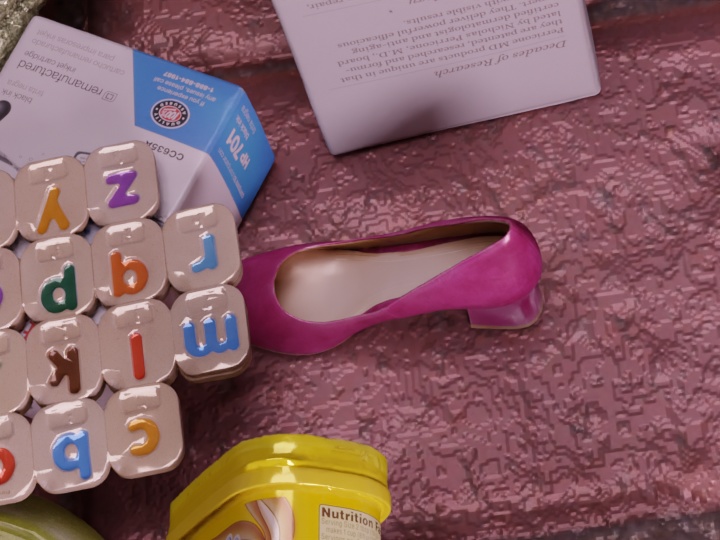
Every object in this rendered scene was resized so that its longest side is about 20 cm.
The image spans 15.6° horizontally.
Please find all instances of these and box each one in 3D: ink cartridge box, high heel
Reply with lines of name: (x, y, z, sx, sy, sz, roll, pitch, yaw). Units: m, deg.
ink cartridge box: (-0.161, -0.024, 1.477, 0.146, 0.086, 0.201, 20, 67, 20)
high heel: (0.000, 0.000, 1.424, 0.199, 0.096, 0.068, 4, 63, 14)

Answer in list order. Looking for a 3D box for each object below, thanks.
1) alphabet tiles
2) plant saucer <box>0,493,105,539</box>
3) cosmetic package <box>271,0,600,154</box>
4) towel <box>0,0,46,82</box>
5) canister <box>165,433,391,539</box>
alphabet tiles: (-0.158, 0.027, 1.394, 0.199, 0.015, 0.196, -11, 62, 5)
plant saucer: (-0.207, 0.202, 1.359, 0.199, 0.031, 0.201, 1, 67, -2)
cosmetic package: (0.030, -0.198, 1.463, 0.166, 0.200, 0.168, -13, 61, 5)
towel: (-0.243, -0.148, 1.551, 0.148, 0.036, 0.201, 6, 61, 50)
canister: (-0.043, 0.200, 1.300, 0.086, 0.149, 0.201, 11, 62, -22)
